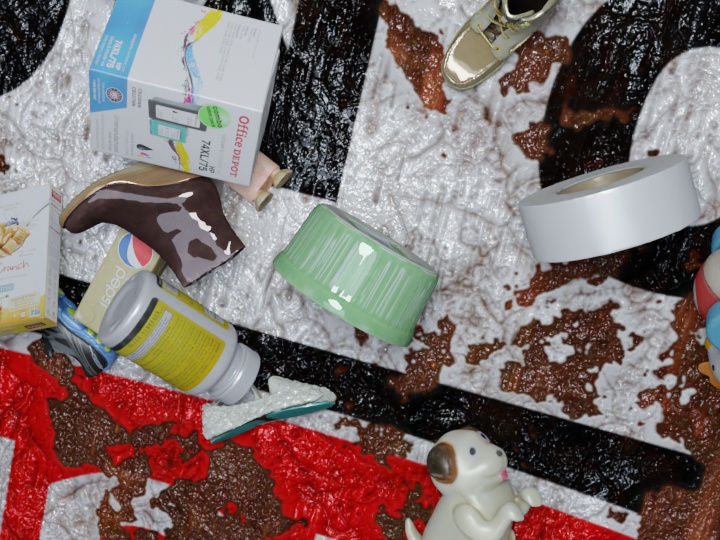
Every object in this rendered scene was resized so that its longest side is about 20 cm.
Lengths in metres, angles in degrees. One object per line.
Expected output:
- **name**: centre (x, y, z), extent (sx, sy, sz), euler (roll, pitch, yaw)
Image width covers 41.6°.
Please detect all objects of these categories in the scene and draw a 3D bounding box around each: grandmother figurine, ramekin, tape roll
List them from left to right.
- **grandmother figurine**: centre (-0.193, -0.163, 1.251), extent (0.200, 0.061, 0.121), euler (41, 78, 3)
- **ramekin**: centre (0.000, 0.000, 1.181), extent (0.200, 0.200, 0.098), euler (32, 97, 2)
- **tape roll**: centre (0.289, -0.074, 1.111), extent (0.202, 0.202, 0.071), euler (-17, 99, 12)

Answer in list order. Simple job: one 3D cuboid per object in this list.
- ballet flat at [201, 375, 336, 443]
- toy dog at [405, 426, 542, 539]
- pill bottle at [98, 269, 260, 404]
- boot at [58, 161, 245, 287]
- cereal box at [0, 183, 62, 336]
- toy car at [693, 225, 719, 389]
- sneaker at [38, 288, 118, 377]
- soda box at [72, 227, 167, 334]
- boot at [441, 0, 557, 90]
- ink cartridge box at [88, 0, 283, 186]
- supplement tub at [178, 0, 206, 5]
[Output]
- **ballet flat**: centre (-0.134, 0.181, 1.306), extent (0.199, 0.072, 0.072), euler (-19, 98, 13)
- **toy dog**: centre (0.149, 0.308, 1.261), extent (0.193, 0.139, 0.201), euler (9, 108, 45)
- **pill bottle**: centre (-0.233, 0.095, 1.253), extent (0.200, 0.111, 0.111), euler (36, 106, -26)
- **boot**: centre (-0.266, -0.050, 1.206), extent (0.199, 0.072, 0.167), euler (-29, 88, 2)
- **cereal box**: centre (-0.479, -0.011, 1.285), extent (0.143, 0.040, 0.201), euler (-12, 66, 11)
- **toy car**: centre (0.466, 0.082, 1.153), extent (0.176, 0.185, 0.200), euler (22, 133, 5)
- **sneaker**: centre (-0.432, 0.076, 1.329), extent (0.199, 0.071, 0.083), euler (40, 102, -2)
- **soda box**: centre (-0.311, -0.005, 1.296), extent (0.068, 0.064, 0.200), euler (33, 104, 2)
- **boot**: centre (0.168, -0.292, 1.109), extent (0.200, 0.155, 0.072), euler (-43, 92, 15)
- **ink cartridge box**: centre (-0.209, -0.220, 1.146), extent (0.199, 0.147, 0.147), euler (12, 146, -6)
- **supplement tub**: centre (-0.284, -0.404, 1.176), extent (0.199, 0.132, 0.132), euler (23, 104, 4)
